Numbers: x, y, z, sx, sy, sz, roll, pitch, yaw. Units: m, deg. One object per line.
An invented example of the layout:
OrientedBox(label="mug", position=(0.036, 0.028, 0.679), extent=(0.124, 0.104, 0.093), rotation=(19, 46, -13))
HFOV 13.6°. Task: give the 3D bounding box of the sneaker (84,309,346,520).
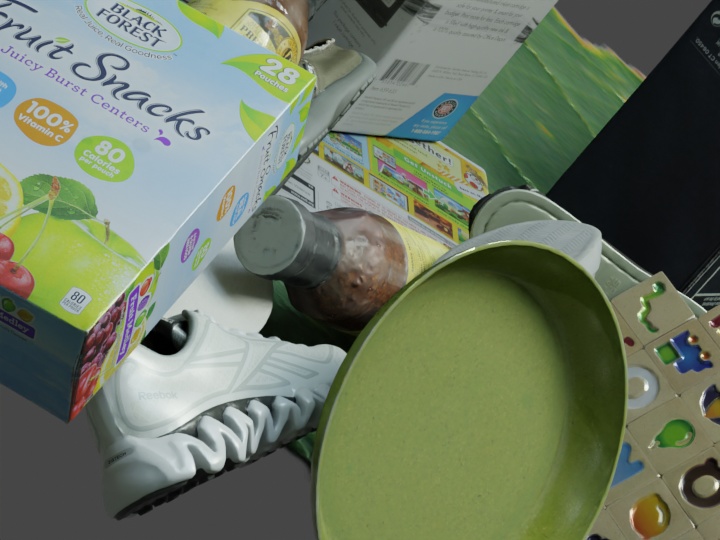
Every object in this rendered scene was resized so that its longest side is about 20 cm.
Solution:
OrientedBox(label="sneaker", position=(-0.063, 0.052, 1.396), extent=(0.081, 0.075, 0.200), rotation=(63, 27, 5))

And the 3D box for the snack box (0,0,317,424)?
OrientedBox(label="snack box", position=(-0.141, -0.051, 1.343), extent=(0.168, 0.068, 0.200), rotation=(28, 47, 11))

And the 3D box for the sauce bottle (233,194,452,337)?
OrientedBox(label="sauce bottle", position=(0.000, 0.000, 1.550), extent=(0.066, 0.066, 0.200), rotation=(55, 13, 26))

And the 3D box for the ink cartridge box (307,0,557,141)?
OrientedBox(label="ink cartridge box", position=(0.055, -0.170, 1.732), extent=(0.116, 0.200, 0.067), rotation=(3, 43, -52))

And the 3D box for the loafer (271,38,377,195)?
OrientedBox(label="loafer", position=(-0.045, -0.093, 1.603), extent=(0.070, 0.075, 0.200), rotation=(41, 17, -2))

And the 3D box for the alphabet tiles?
OrientedBox(label="alphabet tiles", position=(0.145, 0.094, 1.552), extent=(0.167, 0.199, 0.006), rotation=(55, -13, 26))

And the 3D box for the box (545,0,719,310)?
OrientedBox(label="box", position=(0.242, -0.061, 1.878), extent=(0.123, 0.199, 0.200), rotation=(50, 26, 23))

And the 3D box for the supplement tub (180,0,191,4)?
OrientedBox(label="supplement tub", position=(-0.083, -0.201, 1.634), extent=(0.144, 0.200, 0.145), rotation=(32, 27, -19))

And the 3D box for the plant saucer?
OrientedBox(label="plant saucer", position=(0.047, 0.080, 1.426), extent=(0.199, 0.201, 0.031), rotation=(15, 4, -43))

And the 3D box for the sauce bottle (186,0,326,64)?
OrientedBox(label="sauce bottle", position=(-0.068, -0.106, 1.495), extent=(0.065, 0.065, 0.200), rotation=(40, 52, -3))

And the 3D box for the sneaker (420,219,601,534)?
OrientedBox(label="sneaker", position=(0.066, 0.058, 1.533), extent=(0.073, 0.116, 0.200), rotation=(7, 28, 31))

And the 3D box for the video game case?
OrientedBox(label="video game case", position=(-0.006, -0.052, 1.721), extent=(0.199, 0.023, 0.182), rotation=(31, 28, -20))

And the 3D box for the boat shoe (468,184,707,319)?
OrientedBox(label="boat shoe", position=(0.139, 0.028, 1.634), extent=(0.201, 0.072, 0.061), rotation=(43, 0, -7))

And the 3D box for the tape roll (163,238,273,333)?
OrientedBox(label="tape roll", position=(-0.131, -0.026, 1.484), extent=(0.202, 0.037, 0.203), rotation=(32, 27, -18))
